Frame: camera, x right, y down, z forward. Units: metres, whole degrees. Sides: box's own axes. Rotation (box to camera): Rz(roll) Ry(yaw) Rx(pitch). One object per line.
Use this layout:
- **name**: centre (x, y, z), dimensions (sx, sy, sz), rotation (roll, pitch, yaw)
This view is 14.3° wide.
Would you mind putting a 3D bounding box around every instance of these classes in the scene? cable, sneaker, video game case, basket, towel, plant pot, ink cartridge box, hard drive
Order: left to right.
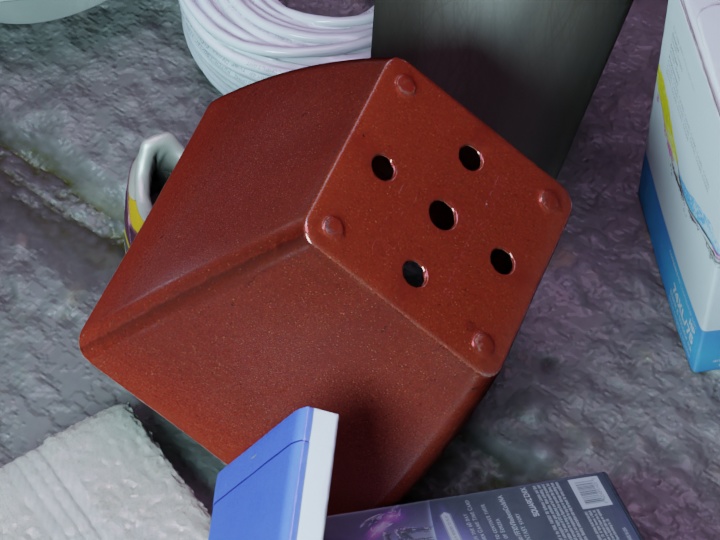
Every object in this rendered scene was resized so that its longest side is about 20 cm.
- **towel**: centre (-0.134, 0.172, 1.585), dimensions (0.132, 0.035, 0.200), rotation (-26, 59, -22)
- **sneaker**: centre (-0.088, 0.011, 1.670), dimensions (0.075, 0.090, 0.200), rotation (-23, 57, -18)
- **hard drive**: centre (-0.056, 0.184, 1.479), dimensions (0.025, 0.132, 0.201), rotation (16, 64, -18)
- **cable**: centre (-0.020, -0.180, 1.830), dimensions (0.200, 0.069, 0.200), rotation (-38, 62, -25)
- **plant pot**: centre (0.000, 0.000, 1.579), dimensions (0.200, 0.176, 0.200), rotation (38, 55, -16)
- **video game case**: centre (0.053, 0.161, 1.517), dimensions (0.199, 0.019, 0.143), rotation (-9, 26, -8)
- **basket**: centre (0.077, -0.137, 1.701), dimensions (0.179, 0.201, 0.136), rotation (21, 23, 22)
- **ink cartridge box**: centre (0.255, -0.064, 1.668), dimensions (0.146, 0.201, 0.147), rotation (-7, 54, -7)

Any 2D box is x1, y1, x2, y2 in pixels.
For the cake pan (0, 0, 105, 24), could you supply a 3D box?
- **cake pan**: centre (-0.193, -0.231, 1.844), dimensions (0.199, 0.037, 0.201), rotation (-13, 44, 13)
